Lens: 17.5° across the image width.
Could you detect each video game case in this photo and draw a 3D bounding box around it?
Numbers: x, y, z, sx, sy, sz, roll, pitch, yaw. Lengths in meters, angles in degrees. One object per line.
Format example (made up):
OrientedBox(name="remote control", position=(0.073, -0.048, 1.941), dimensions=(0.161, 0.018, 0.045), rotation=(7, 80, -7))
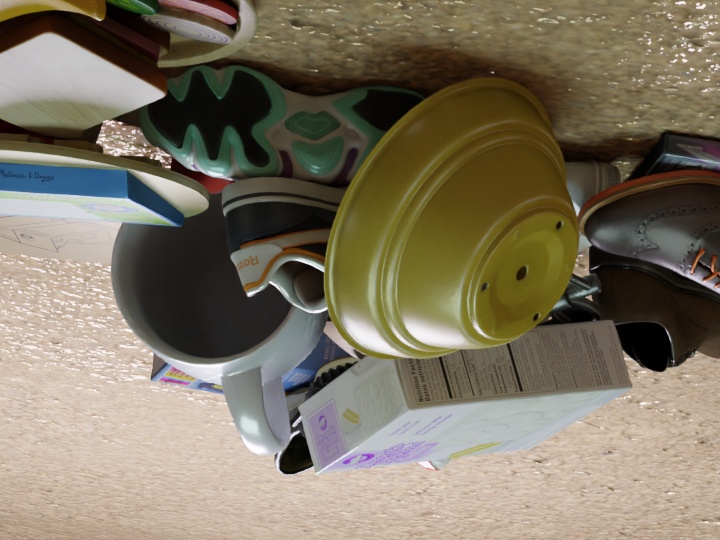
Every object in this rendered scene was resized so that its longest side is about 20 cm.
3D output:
OrientedBox(name="video game case", position=(0.287, -0.050, 1.621), dimensions=(0.199, 0.019, 0.143), rotation=(9, 163, -6))

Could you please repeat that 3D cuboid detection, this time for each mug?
OrientedBox(name="mug", position=(-0.088, 0.038, 1.733), dimensions=(0.147, 0.201, 0.175), rotation=(-14, 166, 6))

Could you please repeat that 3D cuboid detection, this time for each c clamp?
OrientedBox(name="c clamp", position=(0.092, 0.040, 1.699), dimensions=(0.199, 0.027, 0.171), rotation=(-21, 163, 22))

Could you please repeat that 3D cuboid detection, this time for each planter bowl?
OrientedBox(name="planter bowl", position=(0.078, -0.014, 1.479), dimensions=(0.083, 0.201, 0.200), rotation=(35, -176, 39))

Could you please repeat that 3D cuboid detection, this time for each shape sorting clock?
OrientedBox(name="shape sorting clock", position=(-0.199, -0.061, 1.550), dimensions=(0.199, 0.039, 0.200), rotation=(6, 174, 1))

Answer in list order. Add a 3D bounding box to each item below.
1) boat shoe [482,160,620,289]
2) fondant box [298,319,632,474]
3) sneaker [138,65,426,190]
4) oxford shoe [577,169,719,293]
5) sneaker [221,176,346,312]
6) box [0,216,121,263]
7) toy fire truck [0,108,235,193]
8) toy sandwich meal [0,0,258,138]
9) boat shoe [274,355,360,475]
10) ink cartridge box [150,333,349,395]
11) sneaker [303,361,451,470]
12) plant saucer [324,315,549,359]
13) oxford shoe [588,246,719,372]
OrientedBox(name="boat shoe", position=(0.115, -0.027, 1.663), dimensions=(0.068, 0.072, 0.200), rotation=(14, 162, -16))
OrientedBox(name="fondant box", position=(0.076, 0.092, 1.706), dimensions=(0.199, 0.059, 0.144), rotation=(-2, 159, -32))
OrientedBox(name="sneaker", position=(-0.051, -0.074, 1.561), dimensions=(0.199, 0.078, 0.140), rotation=(8, 162, -5))
OrientedBox(name="oxford shoe", position=(0.244, -0.017, 1.563), dimensions=(0.199, 0.073, 0.071), rotation=(4, 142, -5))
OrientedBox(name="sneaker", position=(0.001, -0.010, 1.534), dimensions=(0.199, 0.080, 0.078), rotation=(4, 163, -29))
OrientedBox(name="box", position=(-0.238, -0.040, 1.828), dimensions=(0.199, 0.021, 0.164), rotation=(5, 162, 3))
OrientedBox(name="toy fire truck", position=(-0.194, -0.099, 1.579), dimensions=(0.141, 0.049, 0.199), rotation=(-12, 155, 44))
OrientedBox(name="toy sandwich meal", position=(-0.160, -0.141, 1.396), dimensions=(0.204, 0.071, 0.205), rotation=(6, 163, 2))
OrientedBox(name="boat shoe", position=(-0.019, 0.125, 1.957), dimensions=(0.071, 0.066, 0.201), rotation=(15, 156, -22))
OrientedBox(name="ink cartridge box", position=(-0.069, 0.065, 2.020), dimensions=(0.199, 0.077, 0.136), rotation=(9, 163, -15))
OrientedBox(name="sneaker", position=(0.042, 0.119, 1.836), dimensions=(0.199, 0.094, 0.070), rotation=(-10, -158, -38))
OrientedBox(name="plant saucer", position=(0.065, 0.043, 1.839), dimensions=(0.199, 0.036, 0.200), rotation=(-7, -178, 0))
OrientedBox(name="oxford shoe", position=(0.238, 0.045, 1.831), dimensions=(0.072, 0.085, 0.200), rotation=(-11, 158, 39))
